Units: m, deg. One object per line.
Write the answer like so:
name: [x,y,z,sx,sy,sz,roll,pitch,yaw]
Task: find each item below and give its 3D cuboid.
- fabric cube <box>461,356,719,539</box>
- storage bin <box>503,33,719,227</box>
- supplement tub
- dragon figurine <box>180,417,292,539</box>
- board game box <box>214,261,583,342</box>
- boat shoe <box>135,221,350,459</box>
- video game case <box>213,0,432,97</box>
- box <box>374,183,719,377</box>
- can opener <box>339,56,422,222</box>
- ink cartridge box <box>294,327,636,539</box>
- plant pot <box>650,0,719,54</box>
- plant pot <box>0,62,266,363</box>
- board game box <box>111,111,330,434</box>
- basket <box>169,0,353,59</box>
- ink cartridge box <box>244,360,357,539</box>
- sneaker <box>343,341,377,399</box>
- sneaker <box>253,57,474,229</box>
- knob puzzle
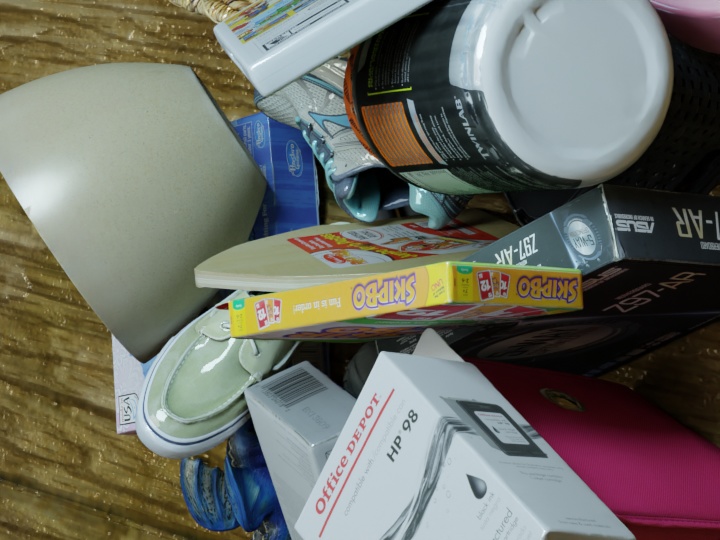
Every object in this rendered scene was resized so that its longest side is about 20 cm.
fabric cube: [0.110,0.180,1.561,0.199,0.196,0.200,34,109,48]
storage bin: [0.133,-0.125,1.668,0.135,0.094,0.200,-50,48,33]
supplement tub: [0.073,-0.103,1.548,0.200,0.122,0.123,-178,95,-66]
dragon figurine: [-0.076,0.136,1.843,0.059,0.099,0.200,-3,114,53]
board game box: [0.016,0.019,1.529,0.200,0.096,0.030,-6,83,50]
boat shoe: [-0.071,0.037,1.816,0.072,0.200,0.062,38,151,7]
video game case: [0.017,-0.165,1.570,0.200,0.023,0.182,-31,15,-2]
box: [0.128,0.012,1.595,0.200,0.160,0.044,-29,66,44]
can opener: [0.007,-0.081,1.858,0.066,0.053,0.200,91,162,-55]
ink cartridge box: [0.040,0.123,1.451,0.200,0.067,0.116,46,118,44]
plant pot: [0.190,-0.241,1.499,0.200,0.179,0.200,-14,59,25]
plant pot: [-0.141,-0.059,1.857,0.134,0.200,0.200,-34,51,2]
board game box: [-0.103,0.005,1.963,0.199,0.043,0.200,-14,78,50]
basket: [-0.023,-0.174,1.779,0.143,0.200,0.149,-22,68,46]
ink cartridge box: [-0.006,0.166,1.783,0.109,0.050,0.200,35,146,60]
sneaker: [0.063,0.094,1.743,0.091,0.076,0.200,-51,43,8]
sneaker: [-0.004,-0.080,1.764,0.200,0.078,0.086,19,76,44]
knob puzzle: [0.000,0.000,1.692,0.220,0.220,0.030,8,107,51]
